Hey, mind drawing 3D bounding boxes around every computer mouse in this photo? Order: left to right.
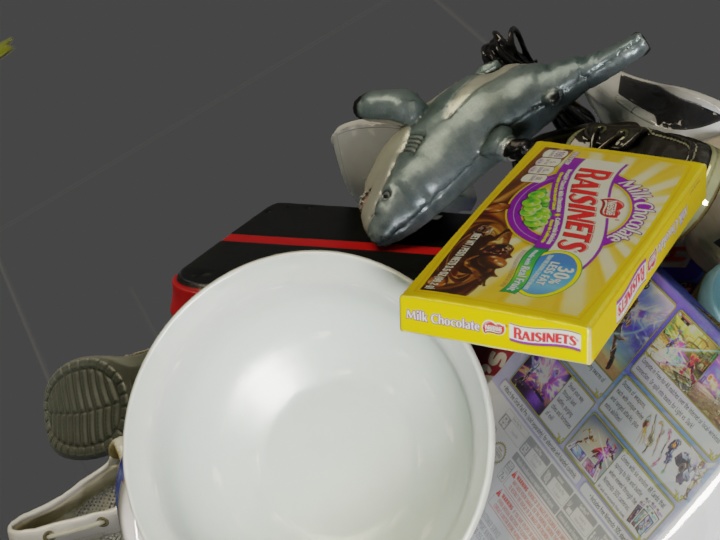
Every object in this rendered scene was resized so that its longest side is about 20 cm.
[{"bbox_3d":[0.037,-0.046,1.481,0.109,0.200,0.044,-4,69,24],"label":"computer mouse"},{"bbox_3d":[0.169,-0.093,1.386,0.200,0.110,0.044,23,74,45],"label":"computer mouse"}]

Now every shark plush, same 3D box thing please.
[{"bbox_3d":[0.090,-0.079,1.346,0.199,0.091,0.083,-19,29,3],"label":"shark plush"}]

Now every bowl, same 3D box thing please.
[{"bbox_3d":[-0.018,0.096,1.167,0.200,0.090,0.202,-3,78,14],"label":"bowl"}]

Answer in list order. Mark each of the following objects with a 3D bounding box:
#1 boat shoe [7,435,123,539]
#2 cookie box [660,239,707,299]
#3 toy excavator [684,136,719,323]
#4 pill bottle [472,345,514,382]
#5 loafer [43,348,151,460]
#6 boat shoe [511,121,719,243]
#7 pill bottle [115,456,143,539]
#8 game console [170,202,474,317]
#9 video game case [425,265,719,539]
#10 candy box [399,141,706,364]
[{"bbox_3d":[-0.141,0.139,1.452,0.200,0.069,0.071,-34,27,-11],"label":"boat shoe"},{"bbox_3d":[0.186,-0.010,1.400,0.199,0.075,0.171,4,42,43],"label":"cookie box"},{"bbox_3d":[0.225,0.016,1.226,0.194,0.100,0.200,-33,56,-32],"label":"toy excavator"},{"bbox_3d":[0.103,0.071,1.312,0.200,0.110,0.110,9,46,47],"label":"pill bottle"},{"bbox_3d":[-0.144,0.091,1.546,0.199,0.070,0.076,-14,76,38],"label":"loafer"},{"bbox_3d":[0.146,-0.055,1.308,0.072,0.066,0.201,-61,17,-8],"label":"boat shoe"},{"bbox_3d":[-0.092,0.135,1.326,0.112,0.112,0.200,-32,5,-7],"label":"pill bottle"},{"bbox_3d":[0.000,0.000,1.341,0.199,0.031,0.177,5,20,22],"label":"game console"},{"bbox_3d":[0.126,0.097,1.127,0.181,0.045,0.200,-52,29,9],"label":"video game case"},{"bbox_3d":[0.105,-0.014,1.148,0.102,0.027,0.200,11,30,21],"label":"candy box"}]
